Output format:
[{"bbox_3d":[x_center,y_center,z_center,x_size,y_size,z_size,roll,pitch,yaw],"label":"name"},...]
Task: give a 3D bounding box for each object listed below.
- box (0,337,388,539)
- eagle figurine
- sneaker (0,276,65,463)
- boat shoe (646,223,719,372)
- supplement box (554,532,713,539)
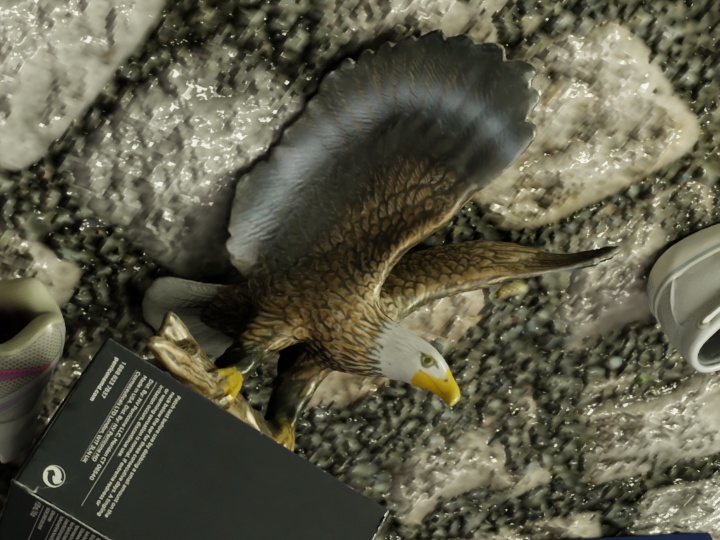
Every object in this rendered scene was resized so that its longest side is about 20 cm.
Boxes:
[{"bbox_3d":[-0.085,0.122,0.897,0.141,0.079,0.200,34,157,-2],"label":"box"},{"bbox_3d":[0.006,0.005,0.904,0.200,0.151,0.152,-47,179,-12],"label":"eagle figurine"},{"bbox_3d":[-0.213,0.017,0.863,0.199,0.082,0.088,13,126,-37],"label":"sneaker"},{"bbox_3d":[0.239,-0.009,0.980,0.199,0.069,0.072,-20,134,1],"label":"boat shoe"},{"bbox_3d":[0.146,0.260,1.172,0.108,0.110,0.201,-1,132,-16],"label":"supplement box"}]
